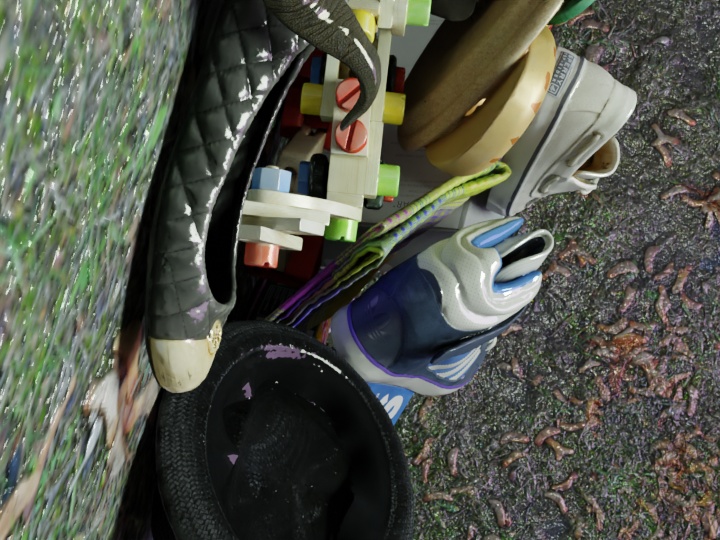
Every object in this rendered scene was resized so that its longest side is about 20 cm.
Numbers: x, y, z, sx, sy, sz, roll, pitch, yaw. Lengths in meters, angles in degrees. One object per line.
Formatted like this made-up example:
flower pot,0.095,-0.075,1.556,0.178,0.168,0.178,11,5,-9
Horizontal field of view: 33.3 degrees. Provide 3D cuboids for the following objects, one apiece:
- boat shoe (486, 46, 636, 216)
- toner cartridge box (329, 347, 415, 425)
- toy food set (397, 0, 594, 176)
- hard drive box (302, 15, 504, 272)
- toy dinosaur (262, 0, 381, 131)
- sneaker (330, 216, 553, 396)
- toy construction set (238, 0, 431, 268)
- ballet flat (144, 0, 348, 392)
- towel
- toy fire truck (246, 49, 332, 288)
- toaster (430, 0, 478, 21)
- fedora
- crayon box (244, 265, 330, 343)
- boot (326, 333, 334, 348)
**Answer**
boat shoe,0.133,-0.077,0.789,0.200,0.070,0.071,104,11,-70
toner cartridge box,-0.048,0.150,0.847,0.095,0.043,0.200,17,107,-54
toy food set,0.092,-0.147,0.721,0.198,0.049,0.200,-53,-168,3
hard drive box,0.039,-0.103,0.926,0.077,0.156,0.200,53,48,-55
toy dinosaur,-0.017,-0.152,0.470,0.102,0.077,0.200,-19,136,-41
sneaker,0.084,0.023,0.831,0.200,0.146,0.081,7,56,-60
toy construction set,-0.011,-0.090,0.649,0.131,0.092,0.200,108,2,-88
ballet flat,-0.054,-0.041,0.526,0.066,0.057,0.200,-45,150,-85
towel,0.000,0.000,0.785,0.144,0.023,0.200,-32,175,-45
toy fire truck,-0.034,-0.086,0.790,0.200,0.049,0.141,97,10,-65
toaster,0.049,-0.275,0.721,0.200,0.119,0.181,-71,175,-54
fedora,-0.060,0.128,0.698,0.092,0.201,0.201,-37,-159,33
crayon box,-0.067,0.091,0.954,0.200,0.058,0.173,-70,175,-59
boot,-0.058,0.177,1.164,0.182,0.073,0.200,-81,-167,-46
